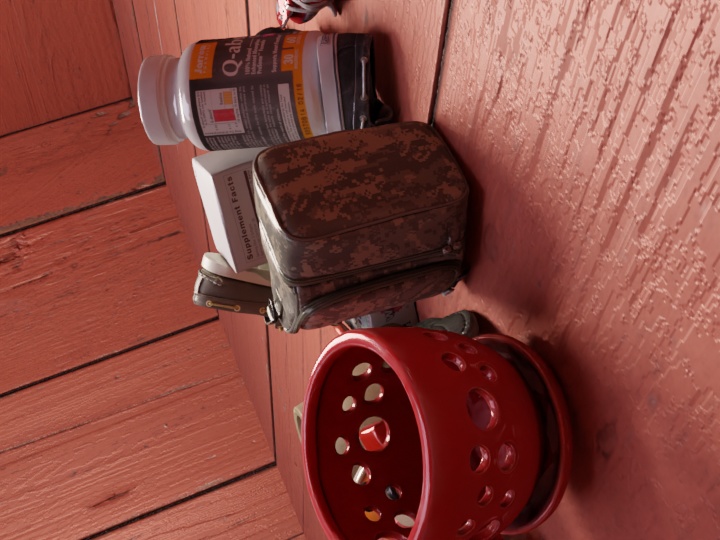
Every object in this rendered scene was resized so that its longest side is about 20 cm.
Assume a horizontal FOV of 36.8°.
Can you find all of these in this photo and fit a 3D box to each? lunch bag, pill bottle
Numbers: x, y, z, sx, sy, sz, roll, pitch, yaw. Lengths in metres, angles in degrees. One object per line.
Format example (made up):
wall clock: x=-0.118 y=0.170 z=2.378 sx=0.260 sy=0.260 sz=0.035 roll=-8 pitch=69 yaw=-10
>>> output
lunch bag: x=0.003 y=-0.030 z=1.030 sx=0.169 sy=0.197 sz=0.140 roll=92 pitch=158 yaw=-47
pill bottle: x=-0.128 y=-0.189 z=1.153 sx=0.116 sy=0.196 sz=0.119 roll=-3 pitch=-90 yaw=-80

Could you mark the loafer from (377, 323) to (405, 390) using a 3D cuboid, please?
loafer: x=0.075 y=0.153 z=1.247 sx=0.202 sy=0.075 sz=0.067 roll=62 pitch=166 yaw=-3

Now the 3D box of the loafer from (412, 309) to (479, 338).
loafer: x=0.088 y=0.089 z=1.128 sx=0.070 sy=0.074 sz=0.200 roll=60 pitch=171 yaw=-3

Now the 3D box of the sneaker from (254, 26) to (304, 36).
sneaker: x=-0.090 y=-0.252 z=1.274 sx=0.200 sy=0.073 sz=0.090 roll=47 pitch=-150 yaw=-72

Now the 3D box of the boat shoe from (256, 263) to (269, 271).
boat shoe: x=-0.097 y=-0.079 z=1.379 sx=0.066 sy=0.073 sz=0.203 roll=51 pitch=-143 yaw=-74

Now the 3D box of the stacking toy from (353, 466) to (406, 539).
stacking toy: x=0.094 y=0.301 z=1.316 sx=0.199 sy=0.145 sz=0.148 roll=32 pitch=142 yaw=41

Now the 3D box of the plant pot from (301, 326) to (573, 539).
plant pot: x=0.068 y=0.147 z=0.941 sx=0.199 sy=0.180 sz=0.205 roll=5 pitch=97 yaw=54

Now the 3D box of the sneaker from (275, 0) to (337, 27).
sneaker: x=-0.049 y=-0.295 z=1.140 sx=0.201 sy=0.070 sz=0.114 roll=-114 pitch=16 yaw=-52

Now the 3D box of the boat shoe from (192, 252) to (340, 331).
boat shoe: x=-0.105 y=0.035 z=1.289 sx=0.072 sy=0.199 sz=0.061 roll=36 pitch=106 yaw=60

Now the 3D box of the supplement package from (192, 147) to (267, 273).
supplement package: x=-0.078 y=-0.095 z=1.242 sx=0.117 sy=0.197 sz=0.119 roll=-141 pitch=34 yaw=-65

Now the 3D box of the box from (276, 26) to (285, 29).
box: x=-0.083 y=-0.206 z=1.450 sx=0.138 sy=0.039 sz=0.202 roll=97 pitch=151 yaw=-59

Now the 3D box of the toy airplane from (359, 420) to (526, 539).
toy airplane: x=0.104 y=0.230 z=1.134 sx=0.197 sy=0.142 sz=0.201 roll=12 pitch=143 yaw=23

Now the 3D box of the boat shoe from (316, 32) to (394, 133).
boat shoe: x=0.003 y=-0.152 z=1.128 sx=0.072 sy=0.066 sz=0.203 roll=-77 pitch=-18 yaw=-56

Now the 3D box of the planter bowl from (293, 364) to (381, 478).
planter bowl: x=-0.018 y=0.232 z=1.572 sx=0.200 sy=0.133 sz=0.204 roll=161 pitch=90 yaw=-75

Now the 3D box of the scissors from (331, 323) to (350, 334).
scissors: x=-0.040 y=0.057 z=1.379 sx=0.200 sy=0.014 sz=0.073 roll=44 pitch=-176 yaw=34

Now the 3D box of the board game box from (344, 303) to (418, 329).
board game box: x=0.000 y=0.000 z=1.349 sx=0.200 sy=0.063 sz=0.150 roll=-134 pitch=28 yaw=-64
